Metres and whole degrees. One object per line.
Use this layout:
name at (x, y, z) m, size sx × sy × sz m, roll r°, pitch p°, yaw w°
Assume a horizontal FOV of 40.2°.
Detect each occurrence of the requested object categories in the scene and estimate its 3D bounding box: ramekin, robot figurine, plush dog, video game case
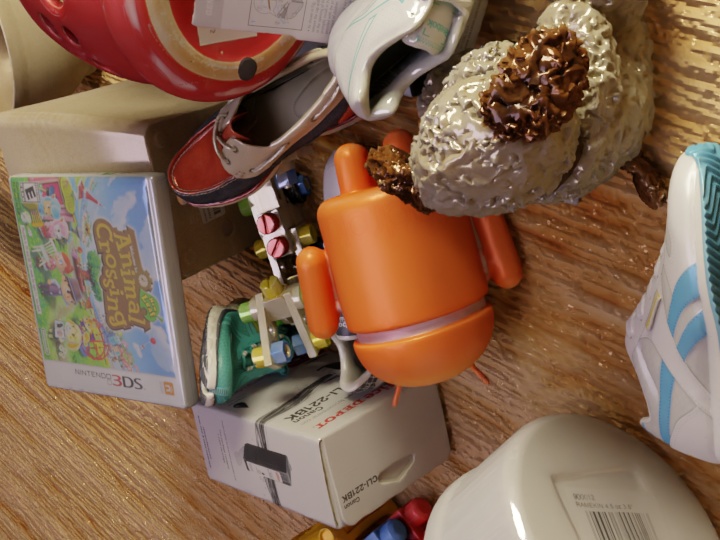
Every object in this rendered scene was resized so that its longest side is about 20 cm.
ramekin at (0.149, 0.195, 0.658) m, size 0.201 × 0.199 × 0.098 m, roll 50°, pitch 132°, yaw 19°
robot figurine at (0.033, -0.001, 0.742) m, size 0.116 × 0.142 × 0.204 m, roll -7°, pitch 101°, yaw 58°
plush dog at (0.097, -0.084, 0.587) m, size 0.200 × 0.170 × 0.162 m, roll -37°, pitch 80°, yaw 51°
video game case at (-0.228, 0.015, 0.868) m, size 0.179 × 0.022 × 0.204 m, roll 3°, pitch 107°, yaw 32°

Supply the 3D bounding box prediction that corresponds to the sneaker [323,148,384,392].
sneaker at (0.000, 0.000, 0.819) m, size 0.075 × 0.080 × 0.204 m, roll 0°, pitch 108°, yaw 44°

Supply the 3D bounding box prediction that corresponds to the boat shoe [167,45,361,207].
boat shoe at (-0.077, -0.109, 0.752) m, size 0.197 × 0.062 × 0.072 m, roll -25°, pitch 80°, yaw 24°

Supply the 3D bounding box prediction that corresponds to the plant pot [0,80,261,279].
plant pot at (-0.193, -0.079, 0.941) m, size 0.175 × 0.199 × 0.204 m, roll 0°, pitch 109°, yaw 39°

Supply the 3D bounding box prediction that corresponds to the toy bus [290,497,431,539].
toy bus at (0.026, 0.311, 0.935) m, size 0.192 × 0.135 × 0.201 m, roll -45°, pitch 75°, yaw 34°

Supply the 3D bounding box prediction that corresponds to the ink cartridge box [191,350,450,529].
ink cartridge box at (-0.038, 0.143, 0.892) m, size 0.198 × 0.143 × 0.085 m, roll 6°, pitch 113°, yaw 48°

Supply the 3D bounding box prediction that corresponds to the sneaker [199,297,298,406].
sneaker at (-0.099, 0.068, 0.905) m, size 0.078 × 0.200 × 0.079 m, roll 9°, pitch 105°, yaw 8°

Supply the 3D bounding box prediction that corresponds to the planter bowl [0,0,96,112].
planter bowl at (-0.372, -0.264, 1.093) m, size 0.199 × 0.133 × 0.204 m, roll 27°, pitch 128°, yaw 40°

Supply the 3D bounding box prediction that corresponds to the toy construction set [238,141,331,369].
toy construction set at (-0.069, -0.026, 0.858) m, size 0.090 × 0.131 × 0.205 m, roll -1°, pitch 102°, yaw 17°

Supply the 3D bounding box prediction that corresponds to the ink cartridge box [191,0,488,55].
ink cartridge box at (-0.002, -0.224, 0.621) m, size 0.051 × 0.196 × 0.163 m, roll -103°, pitch 22°, yaw -46°

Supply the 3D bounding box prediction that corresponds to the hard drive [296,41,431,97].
hard drive at (-0.021, -0.225, 0.771) m, size 0.198 × 0.033 × 0.142 m, roll 23°, pitch 125°, yaw 42°

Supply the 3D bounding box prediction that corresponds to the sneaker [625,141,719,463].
sneaker at (0.201, 0.024, 0.599) m, size 0.080 × 0.076 × 0.204 m, roll 12°, pitch 115°, yaw 49°

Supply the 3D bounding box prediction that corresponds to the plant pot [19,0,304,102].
plant pot at (-0.131, -0.228, 0.704) m, size 0.181 × 0.198 × 0.204 m, roll 31°, pitch 131°, yaw 41°

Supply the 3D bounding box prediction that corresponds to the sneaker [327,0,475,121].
sneaker at (0.051, -0.174, 0.595) m, size 0.201 × 0.069 × 0.081 m, roll -54°, pitch 29°, yaw 30°
